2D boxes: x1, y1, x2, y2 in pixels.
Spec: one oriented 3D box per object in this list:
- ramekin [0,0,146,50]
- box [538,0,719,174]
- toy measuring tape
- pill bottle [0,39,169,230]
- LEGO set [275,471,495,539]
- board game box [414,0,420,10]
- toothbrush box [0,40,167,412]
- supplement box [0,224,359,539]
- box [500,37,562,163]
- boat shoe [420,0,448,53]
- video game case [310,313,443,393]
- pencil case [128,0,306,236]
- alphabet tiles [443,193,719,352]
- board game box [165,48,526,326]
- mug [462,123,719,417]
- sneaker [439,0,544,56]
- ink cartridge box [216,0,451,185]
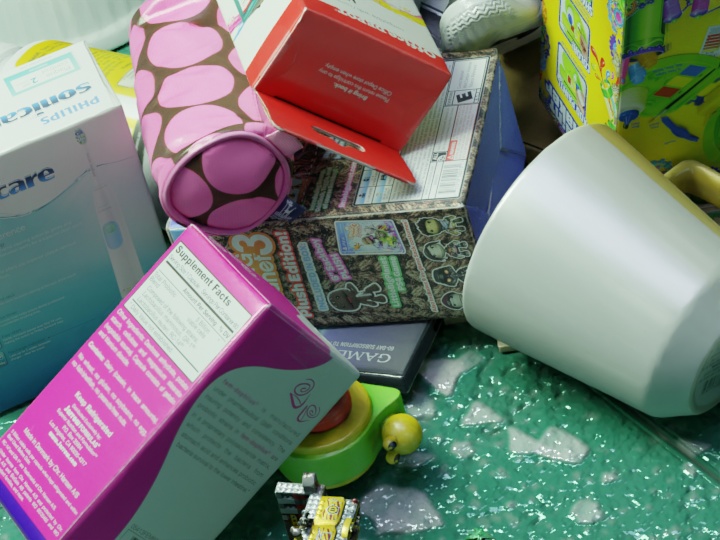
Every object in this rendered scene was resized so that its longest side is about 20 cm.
[{"bbox_3d":[-0.243,-0.256,1.988,0.200,0.098,0.201,-7,42,7],"label":"ramekin"},{"bbox_3d":[0.231,-0.170,1.649,0.199,0.193,0.122,-17,48,-14],"label":"box"},{"bbox_3d":[-0.057,0.095,1.580,0.199,0.074,0.074,8,46,23],"label":"toy measuring tape"},{"bbox_3d":[-0.192,-0.100,1.793,0.199,0.115,0.114,14,49,27],"label":"pill bottle"},{"bbox_3d":[-0.001,0.200,1.411,0.153,0.116,0.200,8,46,23],"label":"LEGO set"},{"bbox_3d":[-0.032,-0.219,1.821,0.147,0.064,0.201,-8,57,25],"label":"board game box"},{"bbox_3d":[-0.209,-0.026,1.653,0.146,0.200,0.085,-24,43,-9],"label":"toothbrush box"},{"bbox_3d":[-0.114,0.090,1.518,0.200,0.101,0.103,-47,46,2],"label":"supplement box"},{"bbox_3d":[0.178,-0.122,1.779,0.200,0.021,0.163,23,51,37],"label":"box"},{"bbox_3d":[0.000,-0.176,1.861,0.199,0.072,0.068,24,52,26],"label":"boat shoe"},{"bbox_3d":[0.000,0.000,1.697,0.142,0.019,0.200,4,46,25],"label":"video game case"},{"bbox_3d":[-0.093,-0.108,1.625,0.094,0.091,0.200,-44,36,19],"label":"pencil case"},{"bbox_3d":[0.149,-0.016,1.688,0.199,0.008,0.168,-9,42,5],"label":"alphabet tiles"},{"bbox_3d":[-0.005,-0.052,1.668,0.199,0.097,0.160,-4,42,18],"label":"board game box"},{"bbox_3d":[0.178,-0.002,1.559,0.153,0.150,0.187,35,79,26],"label":"mug"},{"bbox_3d":[0.079,-0.207,1.739,0.075,0.114,0.200,-24,-2,16],"label":"sneaker"},{"bbox_3d":[-0.018,-0.149,1.607,0.116,0.067,0.200,21,27,-30],"label":"ink cartridge box"}]
